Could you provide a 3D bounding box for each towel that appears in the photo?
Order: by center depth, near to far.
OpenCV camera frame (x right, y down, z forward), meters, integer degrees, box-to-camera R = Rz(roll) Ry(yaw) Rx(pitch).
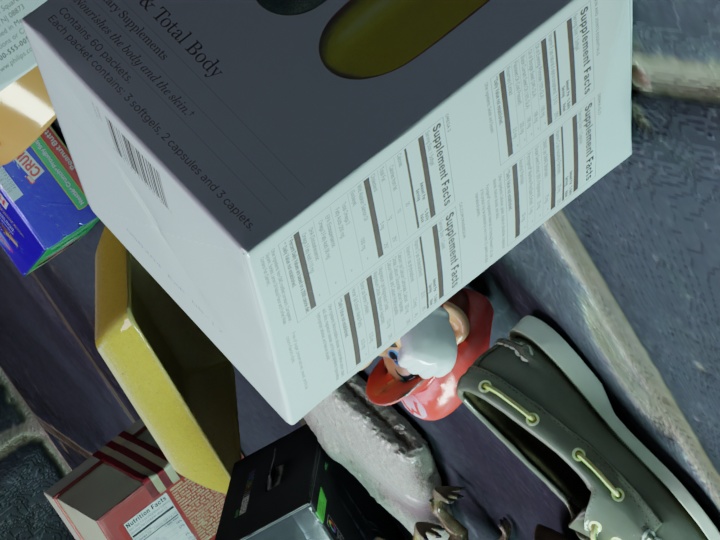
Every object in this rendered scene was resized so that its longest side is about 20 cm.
[{"bbox_3d":[-0.007,0.111,1.857,0.200,0.034,0.133,43,164,34],"label":"towel"}]

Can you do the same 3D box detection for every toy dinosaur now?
[{"bbox_3d":[0.061,0.208,1.766,0.199,0.058,0.102,22,132,39],"label":"toy dinosaur"}]

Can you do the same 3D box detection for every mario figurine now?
[{"bbox_3d":[0.000,0.000,1.401,0.201,0.105,0.124,66,-158,-20],"label":"mario figurine"}]

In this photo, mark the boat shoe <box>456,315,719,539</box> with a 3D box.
[{"bbox_3d":[0.133,0.119,1.372,0.202,0.060,0.072,50,166,9],"label":"boat shoe"}]

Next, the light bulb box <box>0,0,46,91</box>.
[{"bbox_3d":[-0.175,-0.225,1.239,0.201,0.198,0.125,59,162,-22],"label":"light bulb box"}]

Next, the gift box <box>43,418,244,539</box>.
[{"bbox_3d":[-0.188,0.260,2.493,0.201,0.184,0.186,64,161,-17],"label":"gift box"}]

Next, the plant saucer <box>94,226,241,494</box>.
[{"bbox_3d":[-0.162,0.065,2.045,0.200,0.048,0.201,-99,-16,-59],"label":"plant saucer"}]

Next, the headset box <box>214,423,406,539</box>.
[{"bbox_3d":[-0.026,0.230,1.946,0.201,0.092,0.174,58,-167,-14],"label":"headset box"}]

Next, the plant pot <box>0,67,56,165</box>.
[{"bbox_3d":[-0.256,-0.165,1.699,0.140,0.201,0.200,40,170,-18],"label":"plant pot"}]

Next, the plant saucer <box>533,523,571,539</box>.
[{"bbox_3d":[0.136,0.257,1.574,0.200,0.034,0.202,-6,-90,-82],"label":"plant saucer"}]

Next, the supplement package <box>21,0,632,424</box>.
[{"bbox_3d":[-0.008,-0.077,1.058,0.152,0.200,0.151,45,164,25],"label":"supplement package"}]

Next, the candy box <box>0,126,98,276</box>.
[{"bbox_3d":[-0.312,-0.091,2.254,0.170,0.077,0.200,54,167,-3],"label":"candy box"}]
